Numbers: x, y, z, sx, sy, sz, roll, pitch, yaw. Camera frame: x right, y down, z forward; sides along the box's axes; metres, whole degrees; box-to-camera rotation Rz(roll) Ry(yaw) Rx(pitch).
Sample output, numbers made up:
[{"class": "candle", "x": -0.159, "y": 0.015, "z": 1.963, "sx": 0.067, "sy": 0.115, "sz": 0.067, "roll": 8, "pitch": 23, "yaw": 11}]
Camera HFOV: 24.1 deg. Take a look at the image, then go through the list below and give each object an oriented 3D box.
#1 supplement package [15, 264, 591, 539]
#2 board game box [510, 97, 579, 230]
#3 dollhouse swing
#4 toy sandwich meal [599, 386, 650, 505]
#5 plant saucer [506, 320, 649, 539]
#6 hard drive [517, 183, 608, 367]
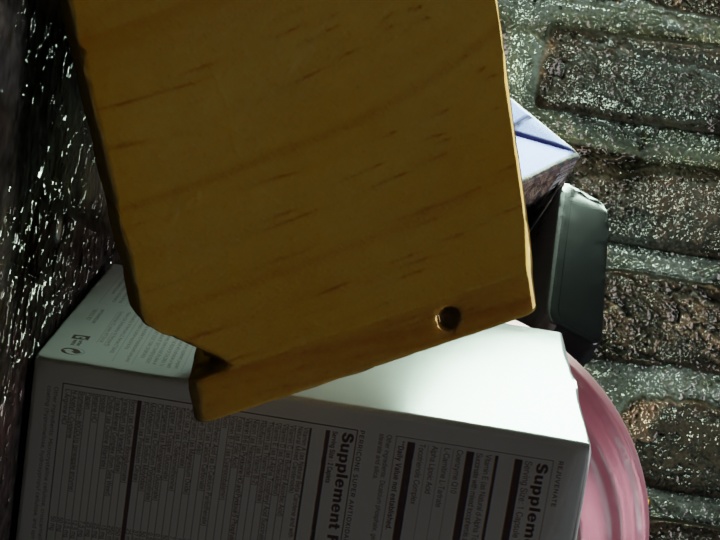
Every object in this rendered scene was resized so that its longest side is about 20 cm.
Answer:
[{"class": "supplement package", "x": -0.024, "y": 0.099, "z": 0.668, "sx": 0.152, "sy": 0.198, "sz": 0.152, "roll": -78, "pitch": 177, "yaw": -77}, {"class": "board game box", "x": 0.000, "y": 0.000, "z": 0.895, "sx": 0.159, "sy": 0.097, "sz": 0.201, "roll": -27, "pitch": 153, "yaw": -55}, {"class": "dollhouse swing", "x": -0.029, "y": -0.088, "z": 0.613, "sx": 0.176, "sy": 0.180, "sz": 0.202, "roll": -144, "pitch": -140, "yaw": -62}, {"class": "toy sandwich meal", "x": 0.088, "y": 0.149, "z": 0.896, "sx": 0.206, "sy": 0.070, "sz": 0.205, "roll": -62, "pitch": -171, "yaw": 18}, {"class": "plant saucer", "x": 0.032, "y": 0.117, "z": 0.782, "sx": 0.051, "sy": 0.199, "sz": 0.203, "roll": -29, "pitch": 130, "yaw": -70}, {"class": "hard drive", "x": 0.066, "y": 0.067, "z": 0.896, "sx": 0.201, "sy": 0.033, "sz": 0.140, "roll": -59, "pitch": -172, "yaw": 31}]
